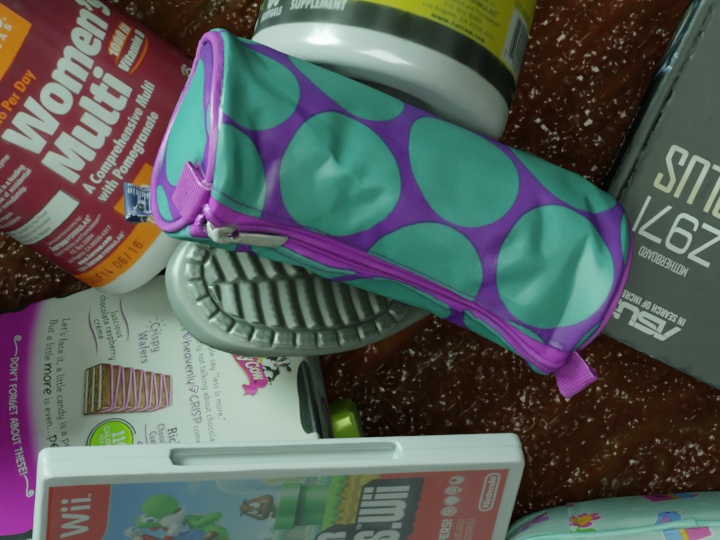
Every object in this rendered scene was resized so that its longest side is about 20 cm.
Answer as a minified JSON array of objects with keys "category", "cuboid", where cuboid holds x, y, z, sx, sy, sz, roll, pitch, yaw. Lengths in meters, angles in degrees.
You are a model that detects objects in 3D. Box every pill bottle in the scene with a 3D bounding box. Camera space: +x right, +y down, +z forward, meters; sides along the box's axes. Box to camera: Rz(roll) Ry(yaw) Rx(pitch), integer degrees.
[{"category":"pill bottle","cuboid":[-0.157,-0.083,1.184,0.200,0.110,0.110,33,95,-21]},{"category":"pill bottle","cuboid":[0.029,-0.159,1.174,0.114,0.114,0.201,14,73,1]}]

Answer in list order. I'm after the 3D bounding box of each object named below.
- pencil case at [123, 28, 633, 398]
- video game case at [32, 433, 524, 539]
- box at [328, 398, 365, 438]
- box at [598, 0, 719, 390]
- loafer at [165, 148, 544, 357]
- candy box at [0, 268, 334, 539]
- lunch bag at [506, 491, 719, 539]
[{"category":"pencil case","cuboid":[0.011,-0.023,1.115,0.199,0.085,0.093,20,53,-22]},{"category":"video game case","cuboid":[-0.039,0.123,1.163,0.199,0.018,0.143,-1,136,-11]},{"category":"box","cuboid":[-0.079,0.147,1.258,0.199,0.048,0.123,-18,93,3]},{"category":"box","cuboid":[0.206,-0.016,1.213,0.199,0.086,0.164,27,96,0]},{"category":"loafer","cuboid":[0.000,0.000,1.193,0.199,0.070,0.076,-11,79,-32]},{"category":"candy box","cuboid":[-0.113,0.076,1.210,0.199,0.137,0.061,-14,138,4]},{"category":"lunch bag","cuboid":[0.150,0.183,1.235,0.199,0.077,0.161,-5,95,3]}]
